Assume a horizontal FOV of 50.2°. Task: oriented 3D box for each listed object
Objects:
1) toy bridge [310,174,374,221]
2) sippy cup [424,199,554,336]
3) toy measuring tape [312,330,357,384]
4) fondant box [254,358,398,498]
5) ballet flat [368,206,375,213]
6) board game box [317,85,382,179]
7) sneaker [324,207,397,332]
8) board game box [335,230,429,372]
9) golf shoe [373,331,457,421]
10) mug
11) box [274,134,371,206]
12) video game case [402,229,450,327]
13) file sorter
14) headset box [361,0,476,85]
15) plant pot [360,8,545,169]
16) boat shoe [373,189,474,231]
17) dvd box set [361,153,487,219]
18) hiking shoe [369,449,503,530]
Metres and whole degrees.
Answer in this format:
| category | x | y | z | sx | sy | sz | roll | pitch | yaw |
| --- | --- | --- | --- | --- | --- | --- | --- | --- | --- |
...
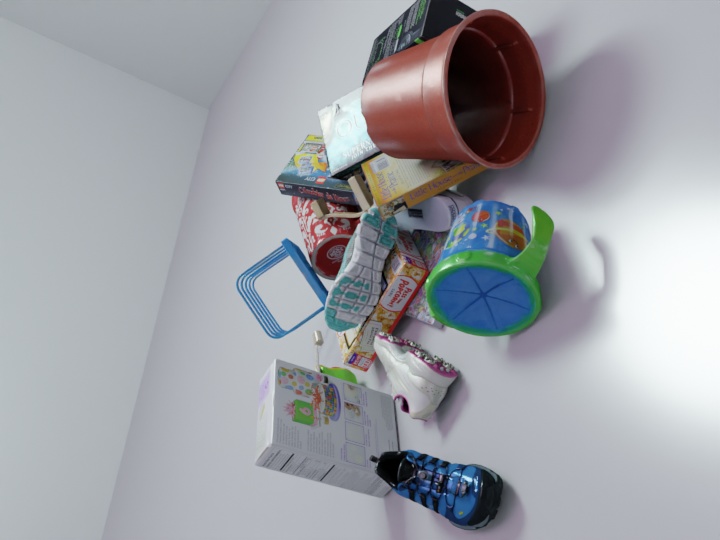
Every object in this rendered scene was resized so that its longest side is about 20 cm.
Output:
| category | x | y | z | sx | sy | sz | roll | pitch | yaw |
| --- | --- | --- | --- | --- | --- | --- | --- | --- | --- |
| toy bridge | 0.004 | -0.134 | 1.340 | 0.199 | 0.068 | 0.027 | -28 | -2 | 30 |
| sippy cup | 0.155 | -0.011 | 0.939 | 0.177 | 0.140 | 0.131 | -6 | 44 | 22 |
| toy measuring tape | -0.038 | 0.166 | 1.232 | 0.074 | 0.073 | 0.201 | -95 | 2 | -47 |
| fondant box | -0.045 | 0.223 | 1.083 | 0.058 | 0.199 | 0.145 | -52 | 27 | 35 |
| ballet flat | 0.054 | -0.099 | 1.300 | 0.200 | 0.070 | 0.065 | -48 | 67 | 29 |
| board game box | 0.017 | -0.263 | 1.361 | 0.199 | 0.028 | 0.136 | -23 | 70 | 32 |
| sneaker | 0.000 | 0.000 | 1.195 | 0.201 | 0.077 | 0.091 | -65 | 8 | 0 |
| board game box | 0.024 | 0.038 | 1.238 | 0.201 | 0.046 | 0.152 | -59 | 24 | 22 |
| golf shoe | 0.060 | 0.145 | 1.081 | 0.092 | 0.075 | 0.200 | -71 | 21 | 4 |
| mug | -0.047 | -0.100 | 1.464 | 0.178 | 0.133 | 0.201 | -58 | 28 | 29 |
| box | -0.046 | -0.192 | 1.457 | 0.199 | 0.038 | 0.137 | 11 | 55 | 30 |
| video game case | 0.097 | 0.002 | 1.187 | 0.200 | 0.018 | 0.144 | 18 | 88 | 68 |
| file sorter | -0.133 | 0.038 | 1.384 | 0.122 | 0.139 | 0.200 | -34 | -2 | 0 |
| headset box | 0.129 | -0.327 | 1.197 | 0.200 | 0.173 | 0.093 | -20 | 52 | 60 |
| plant pot | 0.114 | -0.234 | 1.055 | 0.195 | 0.200 | 0.202 | 3 | 73 | 50 |
| boat shoe | 0.096 | -0.098 | 1.186 | 0.200 | 0.065 | 0.074 | 24 | 125 | 52 |
| dvd box set | 0.105 | -0.162 | 1.153 | 0.199 | 0.029 | 0.147 | -26 | 33 | 5 |
| hiking shoe | 0.086 | 0.255 | 0.903 | 0.200 | 0.086 | 0.075 | -17 | 55 | 62 |
